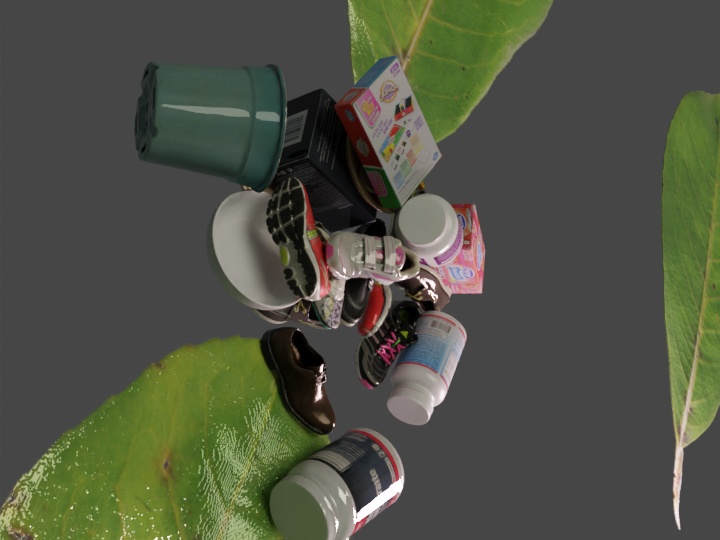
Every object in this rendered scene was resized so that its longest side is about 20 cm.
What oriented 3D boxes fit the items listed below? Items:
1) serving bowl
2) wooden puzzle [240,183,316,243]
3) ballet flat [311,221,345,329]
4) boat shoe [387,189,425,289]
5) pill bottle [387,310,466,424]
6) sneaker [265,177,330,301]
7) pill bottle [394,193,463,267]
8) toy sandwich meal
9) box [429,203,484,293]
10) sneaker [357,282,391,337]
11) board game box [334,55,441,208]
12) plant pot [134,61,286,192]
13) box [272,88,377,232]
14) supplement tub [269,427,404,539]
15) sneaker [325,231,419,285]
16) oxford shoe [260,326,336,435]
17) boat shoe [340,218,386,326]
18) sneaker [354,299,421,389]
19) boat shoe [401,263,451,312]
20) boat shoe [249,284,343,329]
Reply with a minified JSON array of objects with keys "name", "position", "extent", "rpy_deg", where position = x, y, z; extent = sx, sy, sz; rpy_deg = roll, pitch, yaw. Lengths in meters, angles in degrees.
[{"name":"serving bowl","position":[-0.171,-0.026,1.582],"extent":[0.199,0.066,0.203],"rpy_deg":[20,58,-36]},{"name":"wooden puzzle","position":[-0.144,-0.154,1.712],"extent":[0.184,0.037,0.203],"rpy_deg":[-22,98,-49]},{"name":"ballet flat","position":[-0.061,-0.001,1.651],"extent":[0.072,0.072,0.202],"rpy_deg":[13,48,-44]},{"name":"boat shoe","position":[0.094,-0.066,1.903],"extent":[0.071,0.060,0.204],"rpy_deg":[24,61,-44]},{"name":"pill bottle","position":[0.120,0.181,1.825],"extent":[0.109,0.108,0.201],"rpy_deg":[48,48,-25]},{"name":"sneaker","position":[-0.095,-0.048,1.582],"extent":[0.085,0.076,0.203],"rpy_deg":[8,68,-63]},{"name":"pill bottle","position":[0.119,-0.072,1.720],"extent":[0.200,0.111,0.114],"rpy_deg":[35,44,-78]},{"name":"toy sandwich meal","position":[0.048,-0.202,1.706],"extent":[0.204,0.070,0.208],"rpy_deg":[22,62,-50]},{"name":"box","position":[0.186,-0.040,1.918],"extent":[0.200,0.094,0.101],"rpy_deg":[65,30,-61]},{"name":"sneaker","position":[0.006,0.029,1.780],"extent":[0.084,0.077,0.202],"rpy_deg":[25,49,-26]},{"name":"board game box","position":[0.050,-0.229,1.633],"extent":[0.153,0.040,0.201],"rpy_deg":[-51,125,-37]},{"name":"plant pot","position":[-0.236,-0.232,1.509],"extent":[0.194,0.200,0.203],"rpy_deg":[5,72,-25]},{"name":"box","position":[-0.058,-0.187,1.706],"extent":[0.200,0.106,0.150],"rpy_deg":[40,48,-40]},{"name":"supplement tub","position":[-0.036,0.352,1.577],"extent":[0.199,0.139,0.142],"rpy_deg":[-25,95,-48]},{"name":"sneaker","position":[0.025,-0.025,1.615],"extent":[0.199,0.088,0.083],"rpy_deg":[7,78,-47]},{"name":"oxford shoe","position":[-0.087,0.184,1.621],"extent":[0.073,0.084,0.202],"rpy_deg":[-44,111,-47]},{"name":"boat shoe","position":[0.000,0.000,1.702],"extent":[0.071,0.067,0.202],"rpy_deg":[29,58,-23]},{"name":"sneaker","position":[0.056,0.126,1.790],"extent":[0.074,0.087,0.201],"rpy_deg":[49,47,-24]},{"name":"boat shoe","position":[0.114,0.032,1.832],"extent":[0.060,0.071,0.200],"rpy_deg":[-66,152,-10]},{"name":"boat shoe","position":[-0.101,0.055,1.665],"extent":[0.200,0.060,0.073],"rpy_deg":[14,67,-44]}]
